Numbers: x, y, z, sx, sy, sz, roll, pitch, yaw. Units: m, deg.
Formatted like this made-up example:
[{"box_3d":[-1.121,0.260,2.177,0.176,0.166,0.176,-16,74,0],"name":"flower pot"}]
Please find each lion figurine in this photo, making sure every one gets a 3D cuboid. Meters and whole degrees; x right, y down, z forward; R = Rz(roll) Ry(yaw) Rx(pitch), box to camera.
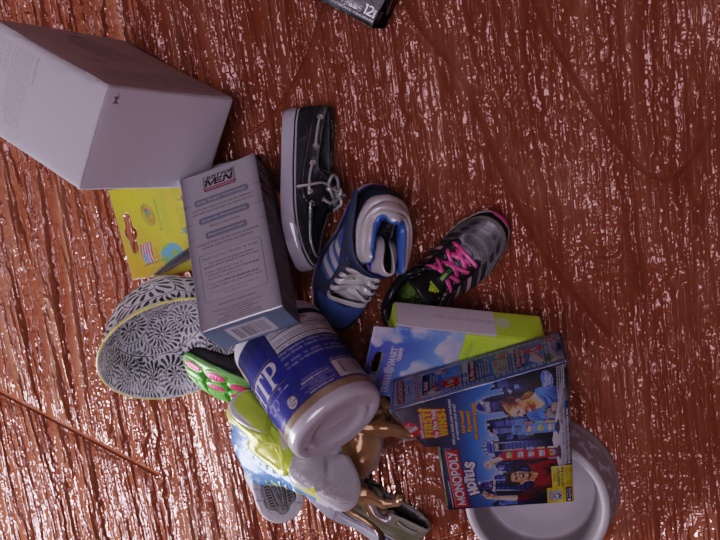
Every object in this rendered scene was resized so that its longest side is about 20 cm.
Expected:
[{"box_3d":[0.001,0.226,1.081,0.122,0.072,0.201,14,83,-1],"name":"lion figurine"}]

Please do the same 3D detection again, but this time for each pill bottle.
[{"box_3d":[-0.077,0.106,1.031,0.120,0.119,0.200,-51,57,19],"name":"pill bottle"}]

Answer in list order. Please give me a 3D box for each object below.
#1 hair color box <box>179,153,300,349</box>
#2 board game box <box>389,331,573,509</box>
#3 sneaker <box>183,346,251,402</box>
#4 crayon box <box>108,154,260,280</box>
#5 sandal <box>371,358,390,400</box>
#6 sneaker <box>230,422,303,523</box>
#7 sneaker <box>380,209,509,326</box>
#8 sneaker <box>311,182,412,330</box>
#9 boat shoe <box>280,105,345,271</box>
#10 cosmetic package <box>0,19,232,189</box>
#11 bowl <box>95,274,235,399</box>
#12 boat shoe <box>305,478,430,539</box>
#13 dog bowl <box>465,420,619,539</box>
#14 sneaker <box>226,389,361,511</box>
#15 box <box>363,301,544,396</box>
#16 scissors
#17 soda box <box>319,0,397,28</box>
[{"box_3d":[-0.139,-0.023,1.007,0.099,0.061,0.201,-18,64,10],"name":"hair color box"},{"box_3d":[0.139,0.178,1.017,0.199,0.062,0.201,-5,117,8],"name":"board game box"},{"box_3d":[-0.127,0.124,1.129,0.199,0.084,0.077,10,146,-12],"name":"sneaker"},{"box_3d":[-0.213,-0.067,1.136,0.199,0.051,0.128,-9,100,16],"name":"crayon box"},{"box_3d":[0.006,0.184,1.140,0.076,0.043,0.201,31,109,6],"name":"sandal"},{"box_3d":[-0.135,0.234,1.174,0.078,0.099,0.201,-7,78,-19],"name":"sneaker"},{"box_3d":[0.097,0.009,1.051,0.200,0.087,0.074,-41,90,19],"name":"sneaker"},{"box_3d":[0.000,0.000,1.037,0.080,0.147,0.201,17,105,-15],"name":"sneaker"},{"box_3d":[-0.053,-0.100,1.059,0.068,0.074,0.201,-5,76,16],"name":"boat shoe"},{"box_3d":[-0.296,-0.187,1.024,0.199,0.199,0.123,29,110,26],"name":"cosmetic package"},{"box_3d":[-0.244,0.069,1.134,0.201,0.200,0.094,-40,49,19],"name":"bowl"},{"box_3d":[0.004,0.297,1.143,0.200,0.072,0.062,37,106,-20],"name":"boat shoe"},{"box_3d":[0.220,0.280,1.099,0.199,0.059,0.201,3,103,15],"name":"dog bowl"},{"box_3d":[-0.084,0.232,1.072,0.200,0.076,0.105,40,138,22],"name":"sneaker"},{"box_3d":[0.104,0.101,1.041,0.199,0.048,0.122,6,130,-6],"name":"box"},{"box_3d":[-0.180,-0.048,1.100,0.199,0.014,0.074,-14,100,19],"name":"scissors"},{"box_3d":[-0.050,-0.354,1.018,0.199,0.063,0.071,29,108,6],"name":"soda box"}]
